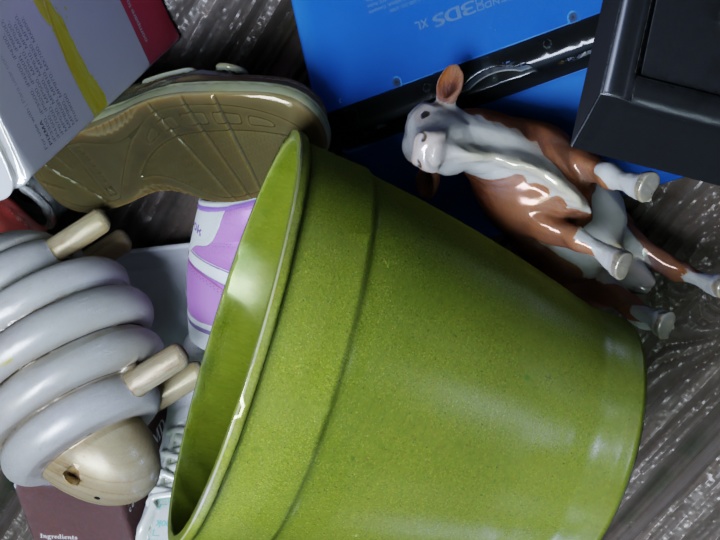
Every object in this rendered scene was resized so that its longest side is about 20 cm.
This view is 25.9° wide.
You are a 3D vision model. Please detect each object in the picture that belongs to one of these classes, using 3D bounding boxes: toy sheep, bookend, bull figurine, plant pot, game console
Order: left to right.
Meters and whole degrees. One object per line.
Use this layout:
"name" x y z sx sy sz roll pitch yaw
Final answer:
"toy sheep" -0.172 0.042 0.875 0.138 0.137 0.201 -42 70 30
"plant pot" 0.028 0.059 0.755 0.191 0.201 0.202 17 122 -10
"game console" 0.081 -0.120 0.826 0.198 0.118 0.173 -17 80 23
"bull figurine" 0.103 -0.029 0.785 0.121 0.200 0.066 31 89 39
"bookend" 0.115 -0.144 0.685 0.197 0.092 0.201 15 78 1

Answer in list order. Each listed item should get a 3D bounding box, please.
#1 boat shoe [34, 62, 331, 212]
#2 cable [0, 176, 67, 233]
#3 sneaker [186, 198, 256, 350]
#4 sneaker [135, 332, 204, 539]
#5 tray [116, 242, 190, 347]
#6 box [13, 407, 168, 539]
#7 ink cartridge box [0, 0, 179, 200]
"boat shoe" -0.095 -0.078 0.845 0.199 0.063 0.073 -10 128 38
"cable" -0.254 -0.057 0.936 0.200 0.050 0.097 42 132 -9
"sneaker" 0.000 0.000 0.860 0.198 0.073 0.116 8 114 6
"sneaker" -0.092 0.130 0.918 0.070 0.080 0.203 4 90 23
"tray" -0.080 0.027 0.949 0.197 0.022 0.109 -5 115 19
"box" -0.144 0.177 0.989 0.074 0.101 0.202 -1 125 17
"ink cartridge box" -0.203 -0.102 0.813 0.144 0.200 0.084 -15 112 23
